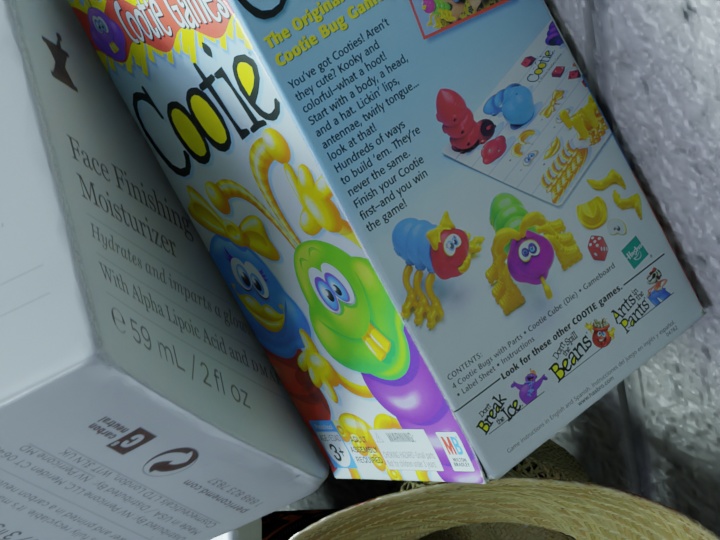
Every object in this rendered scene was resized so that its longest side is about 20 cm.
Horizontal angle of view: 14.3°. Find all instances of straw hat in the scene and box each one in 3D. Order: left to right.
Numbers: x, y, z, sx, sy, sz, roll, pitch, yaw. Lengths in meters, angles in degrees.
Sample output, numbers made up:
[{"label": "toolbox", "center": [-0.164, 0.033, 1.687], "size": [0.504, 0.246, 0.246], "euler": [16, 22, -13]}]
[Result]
[{"label": "straw hat", "center": [0.050, 0.102, 1.035], "size": [0.201, 0.201, 0.085], "euler": [91, 180, -49]}]

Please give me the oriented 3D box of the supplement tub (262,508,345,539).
[{"label": "supplement tub", "center": [-0.013, 0.158, 1.177], "size": [0.200, 0.123, 0.123], "euler": [-11, 112, 59]}]

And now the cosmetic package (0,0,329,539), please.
[{"label": "cosmetic package", "center": [-0.138, -0.002, 0.984], "size": [0.165, 0.165, 0.200], "euler": [36, -146, -59]}]

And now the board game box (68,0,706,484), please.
[{"label": "board game box", "center": [0.006, -0.042, 0.941], "size": [0.103, 0.105, 0.200], "euler": [-5, 116, 59]}]

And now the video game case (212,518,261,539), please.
[{"label": "video game case", "center": [-0.116, 0.043, 1.123], "size": [0.182, 0.023, 0.200], "euler": [7, 103, 34]}]
